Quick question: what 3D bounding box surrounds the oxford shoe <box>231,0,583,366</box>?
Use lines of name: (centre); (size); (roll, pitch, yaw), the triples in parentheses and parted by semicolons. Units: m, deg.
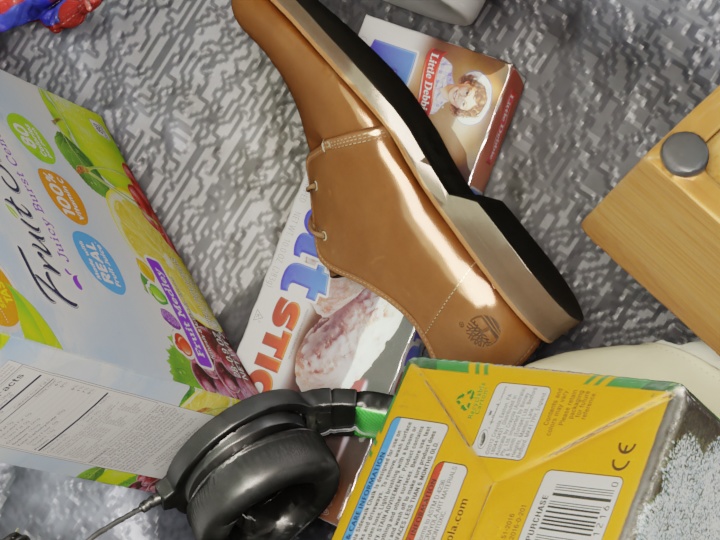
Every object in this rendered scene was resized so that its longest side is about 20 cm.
oxford shoe: (0.000, -0.039, 0.772); (0.071, 0.071, 0.201); (-40, 73, 15)

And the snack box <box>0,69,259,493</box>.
snack box: (-0.143, -0.007, 0.761); (0.068, 0.200, 0.169); (-40, 64, 16)

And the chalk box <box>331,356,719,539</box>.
chalk box: (0.093, 0.134, 0.682); (0.123, 0.200, 0.126); (3, 61, 45)

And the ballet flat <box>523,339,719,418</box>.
ballet flat: (0.158, 0.064, 0.736); (0.199, 0.069, 0.070); (26, 91, 19)

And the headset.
headset: (-0.043, 0.113, 0.757); (0.198, 0.094, 0.124); (-1, 56, -4)

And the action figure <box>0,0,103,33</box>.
action figure: (-0.181, -0.102, 0.836); (0.200, 0.099, 0.065); (-38, 98, -17)

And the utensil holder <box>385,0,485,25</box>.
utensil holder: (0.014, -0.220, 0.769); (0.169, 0.170, 0.201); (26, 92, 21)

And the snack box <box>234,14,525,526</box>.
snack box: (0.000, 0.000, 0.815); (0.071, 0.024, 0.201); (21, 90, 23)

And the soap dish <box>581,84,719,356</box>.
soap dish: (0.202, -0.038, 0.692); (0.200, 0.081, 0.157); (-42, 68, -10)
